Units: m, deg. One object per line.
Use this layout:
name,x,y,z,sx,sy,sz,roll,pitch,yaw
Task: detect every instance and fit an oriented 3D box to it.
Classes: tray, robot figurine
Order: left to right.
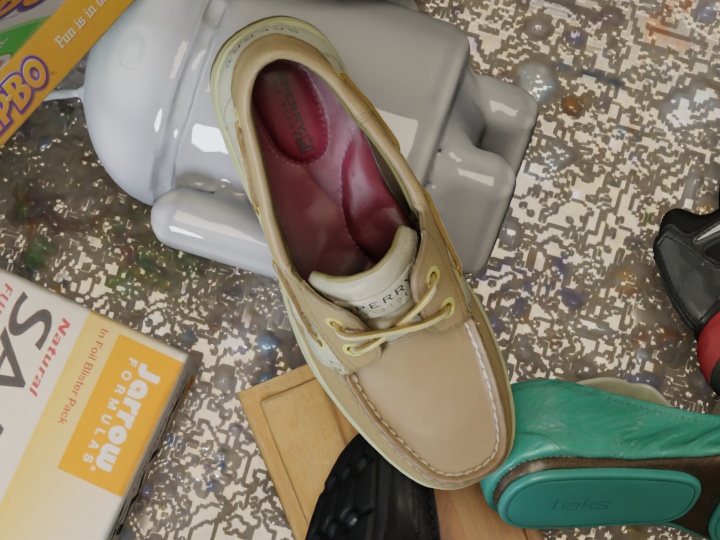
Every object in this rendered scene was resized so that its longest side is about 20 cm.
robot figurine,-0.030,-0.066,0.964,0.199,0.113,0.170,20,48,2
tray,0.030,0.127,0.978,0.098,0.037,0.201,-22,84,-3

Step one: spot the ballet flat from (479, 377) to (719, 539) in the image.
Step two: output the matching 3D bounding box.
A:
ballet flat,0.142,0.076,0.966,0.199,0.067,0.071,9,49,-18

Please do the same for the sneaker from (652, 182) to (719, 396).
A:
sneaker,0.208,-0.029,0.982,0.200,0.071,0.098,-29,65,-16

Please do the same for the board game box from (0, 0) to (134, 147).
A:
board game box,-0.135,-0.097,0.936,0.200,0.095,0.030,-49,117,-25

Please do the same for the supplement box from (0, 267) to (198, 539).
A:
supplement box,-0.183,0.053,0.966,0.199,0.074,0.127,23,82,2

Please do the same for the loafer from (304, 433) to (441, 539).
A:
loafer,0.014,0.159,0.913,0.070,0.068,0.202,16,59,-25

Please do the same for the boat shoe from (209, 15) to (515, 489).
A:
boat shoe,0.000,0.000,0.878,0.074,0.066,0.201,-30,100,1
